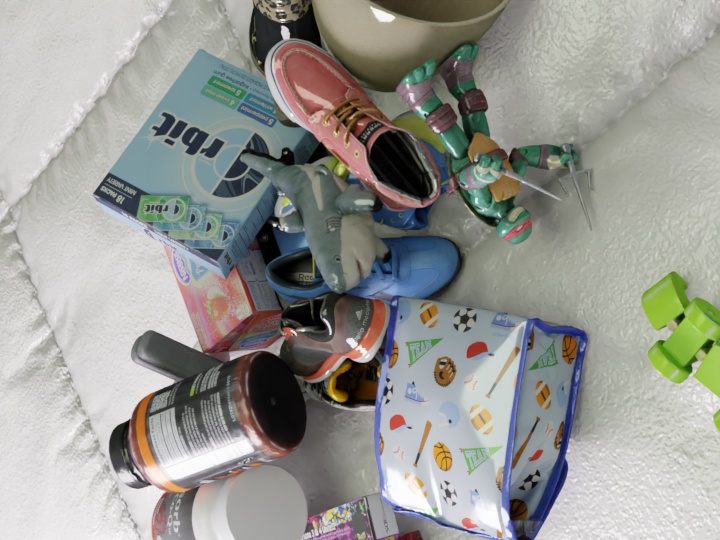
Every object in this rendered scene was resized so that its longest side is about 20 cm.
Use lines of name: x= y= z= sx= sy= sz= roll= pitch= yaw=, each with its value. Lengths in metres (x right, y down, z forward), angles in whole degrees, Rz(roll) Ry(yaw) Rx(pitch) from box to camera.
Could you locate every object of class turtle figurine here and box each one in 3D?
turtle figurine: x=0.117 y=-0.097 z=1.154 sx=0.100 sy=0.149 sz=0.202 roll=-35 pitch=86 yaw=31

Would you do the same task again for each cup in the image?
cup: x=0.034 y=-0.255 z=1.233 sx=0.202 sy=0.198 sz=0.144 roll=58 pitch=150 yaw=24

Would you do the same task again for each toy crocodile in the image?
toy crocodile: x=0.303 y=0.084 z=1.069 sx=0.200 sy=0.061 sz=0.068 roll=48 pitch=119 yaw=25

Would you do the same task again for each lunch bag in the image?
lunch bag: x=0.104 y=0.138 z=1.198 sx=0.168 sy=0.123 sz=0.204 roll=7 pitch=85 yaw=43

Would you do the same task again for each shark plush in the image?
shark plush: x=-0.052 y=-0.064 z=1.234 sx=0.200 sy=0.083 sz=0.091 roll=47 pitch=162 yaw=20

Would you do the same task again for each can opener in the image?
can opener: x=-0.156 y=0.134 z=1.392 sx=0.053 sy=0.198 sz=0.068 roll=-28 pitch=40 yaw=61

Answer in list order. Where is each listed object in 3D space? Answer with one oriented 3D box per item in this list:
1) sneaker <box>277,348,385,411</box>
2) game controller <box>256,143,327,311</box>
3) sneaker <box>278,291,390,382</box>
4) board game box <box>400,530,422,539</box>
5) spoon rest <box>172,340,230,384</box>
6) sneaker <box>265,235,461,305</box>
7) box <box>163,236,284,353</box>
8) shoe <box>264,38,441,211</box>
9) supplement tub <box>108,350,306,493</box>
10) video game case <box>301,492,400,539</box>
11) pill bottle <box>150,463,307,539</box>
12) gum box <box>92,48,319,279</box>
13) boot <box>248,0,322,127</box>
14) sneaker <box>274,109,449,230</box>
sneaker: x=-0.019 y=0.102 z=1.332 sx=0.198 sy=0.081 sz=0.079 roll=0 pitch=90 yaw=42
game controller: x=-0.062 y=-0.050 z=1.380 sx=0.103 sy=0.042 sz=0.203 roll=-21 pitch=73 yaw=4
sneaker: x=-0.045 y=0.052 z=1.257 sx=0.199 sy=0.081 sz=0.078 roll=-28 pitch=42 yaw=60
board game box: x=0.052 y=0.377 z=1.314 sx=0.102 sy=0.019 sz=0.203 roll=-33 pitch=69 yaw=38
spoon rest: x=-0.193 y=0.139 z=1.448 sx=0.099 sy=0.060 sz=0.202 roll=-40 pitch=28 yaw=43
sneaker: x=0.000 y=0.000 z=1.290 sx=0.197 sy=0.078 sz=0.067 roll=-6 pitch=77 yaw=20
box: x=-0.145 y=-0.020 z=1.430 sx=0.094 sy=0.102 sz=0.202 roll=-36 pitch=68 yaw=35
shoe: x=-0.004 y=-0.135 z=1.191 sx=0.200 sy=0.071 sz=0.091 roll=48 pitch=170 yaw=-12
supplement tub: x=-0.158 y=0.159 z=1.307 sx=0.198 sy=0.106 sz=0.109 roll=-22 pitch=76 yaw=28
video game case: x=-0.011 y=0.334 z=1.325 sx=0.199 sy=0.035 sz=0.184 roll=-34 pitch=68 yaw=54
pill bottle: x=-0.140 y=0.266 z=1.386 sx=0.199 sy=0.114 sz=0.118 roll=-29 pitch=71 yaw=56
gum box: x=-0.155 y=-0.115 z=1.362 sx=0.168 sy=0.045 sz=0.201 roll=27 pitch=72 yaw=21
boot: x=-0.079 y=-0.261 z=1.319 sx=0.205 sy=0.072 sz=0.155 roll=-109 pitch=9 yaw=-46
sneaker: x=0.006 y=-0.072 z=1.299 sx=0.199 sy=0.075 sz=0.106 roll=-32 pitch=76 yaw=24
